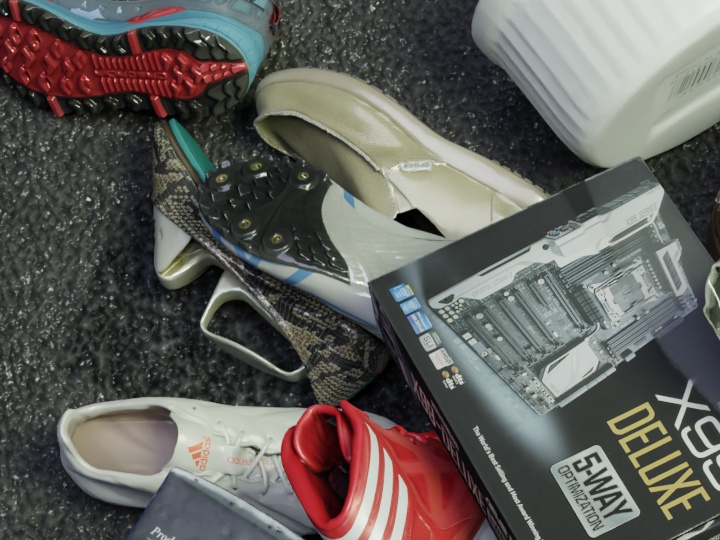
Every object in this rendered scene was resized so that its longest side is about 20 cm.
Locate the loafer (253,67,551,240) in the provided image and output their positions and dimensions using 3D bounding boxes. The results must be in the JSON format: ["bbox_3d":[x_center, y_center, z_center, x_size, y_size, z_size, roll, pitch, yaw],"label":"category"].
[{"bbox_3d":[0.018,-0.048,1.310,0.199,0.076,0.069,27,70,19],"label":"loafer"}]

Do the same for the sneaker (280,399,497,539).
[{"bbox_3d":[0.027,0.090,1.186,0.078,0.200,0.116,-31,106,21],"label":"sneaker"}]

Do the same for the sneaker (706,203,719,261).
[{"bbox_3d":[0.260,0.029,1.233,0.199,0.076,0.071,36,79,21],"label":"sneaker"}]

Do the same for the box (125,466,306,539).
[{"bbox_3d":[-0.089,0.223,1.189,0.104,0.148,0.201,28,76,20],"label":"box"}]

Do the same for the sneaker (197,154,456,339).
[{"bbox_3d":[0.000,0.000,1.258,0.199,0.073,0.072,24,57,15],"label":"sneaker"}]

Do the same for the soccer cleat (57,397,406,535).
[{"bbox_3d":[-0.068,0.102,1.268,0.198,0.078,0.070,1,69,11],"label":"soccer cleat"}]

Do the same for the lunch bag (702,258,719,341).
[{"bbox_3d":[0.265,0.027,1.082,0.199,0.164,0.119,15,105,23],"label":"lunch bag"}]

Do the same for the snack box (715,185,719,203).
[{"bbox_3d":[0.301,-0.043,1.221,0.199,0.142,0.053,22,116,17],"label":"snack box"}]

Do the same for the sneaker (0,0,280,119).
[{"bbox_3d":[-0.136,-0.142,1.390,0.198,0.080,0.096,11,42,24],"label":"sneaker"}]

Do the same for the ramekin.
[{"bbox_3d":[0.167,-0.143,1.256,0.200,0.201,0.098,-33,74,-3],"label":"ramekin"}]

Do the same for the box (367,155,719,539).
[{"bbox_3d":[0.116,0.058,1.138,0.157,0.050,0.201,-24,56,-8],"label":"box"}]

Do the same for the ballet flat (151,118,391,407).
[{"bbox_3d":[-0.069,0.002,1.317,0.075,0.068,0.200,-46,71,2],"label":"ballet flat"}]
